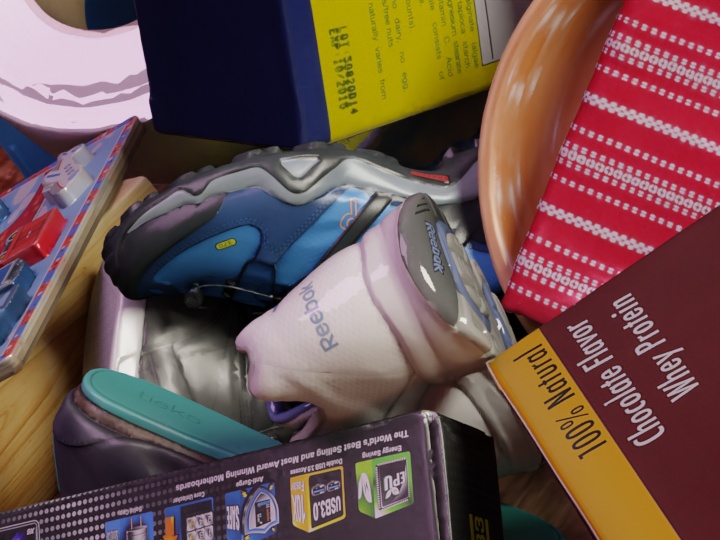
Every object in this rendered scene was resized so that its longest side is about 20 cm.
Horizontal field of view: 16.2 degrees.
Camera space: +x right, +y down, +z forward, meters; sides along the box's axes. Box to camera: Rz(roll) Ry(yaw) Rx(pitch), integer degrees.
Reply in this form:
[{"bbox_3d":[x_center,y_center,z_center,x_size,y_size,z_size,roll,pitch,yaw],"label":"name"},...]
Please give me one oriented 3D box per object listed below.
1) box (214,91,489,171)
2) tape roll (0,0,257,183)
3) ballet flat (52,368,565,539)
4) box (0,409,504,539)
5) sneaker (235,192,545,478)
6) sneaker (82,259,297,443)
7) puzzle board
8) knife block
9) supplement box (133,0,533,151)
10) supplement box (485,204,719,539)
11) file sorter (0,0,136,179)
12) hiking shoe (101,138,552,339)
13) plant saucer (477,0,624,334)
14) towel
[{"bbox_3d":[0.017,-0.045,1.137,0.122,0.048,0.199,-49,35,-18],"label":"box"},{"bbox_3d":[-0.101,-0.146,1.185,0.201,0.071,0.204,-8,70,21],"label":"tape roll"},{"bbox_3d":[-0.023,0.098,0.943,0.199,0.073,0.073,18,50,5],"label":"ballet flat"},{"bbox_3d":[-0.040,0.162,0.851,0.199,0.047,0.195,-15,67,29],"label":"box"},{"bbox_3d":[0.012,0.034,0.899,0.087,0.200,0.075,-24,65,6],"label":"sneaker"},{"bbox_3d":[-0.065,0.093,1.018,0.071,0.099,0.202,150,128,-66],"label":"sneaker"},{"bbox_3d":[-0.174,0.013,1.060,0.150,0.017,0.200,-27,22,24],"label":"puzzle board"},{"bbox_3d":[-0.166,0.057,1.039,0.064,0.175,0.202,-6,80,51],"label":"knife block"},{"bbox_3d":[0.012,-0.130,1.063,0.199,0.110,0.109,-20,19,-35],"label":"supplement box"},{"bbox_3d":[0.178,0.064,0.771,0.199,0.133,0.197,-34,33,2],"label":"supplement box"},{"bbox_3d":[-0.126,-0.168,1.345,0.199,0.139,0.123,-28,30,12],"label":"file sorter"},{"bbox_3d":[0.000,0.000,0.987,0.198,0.074,0.087,-6,71,-7],"label":"hiking shoe"},{"bbox_3d":[0.140,-0.039,0.936,0.199,0.037,0.202,-2,86,26],"label":"plant saucer"},{"bbox_3d":[0.145,-0.050,0.902,0.144,0.022,0.201,26,99,26],"label":"towel"}]
